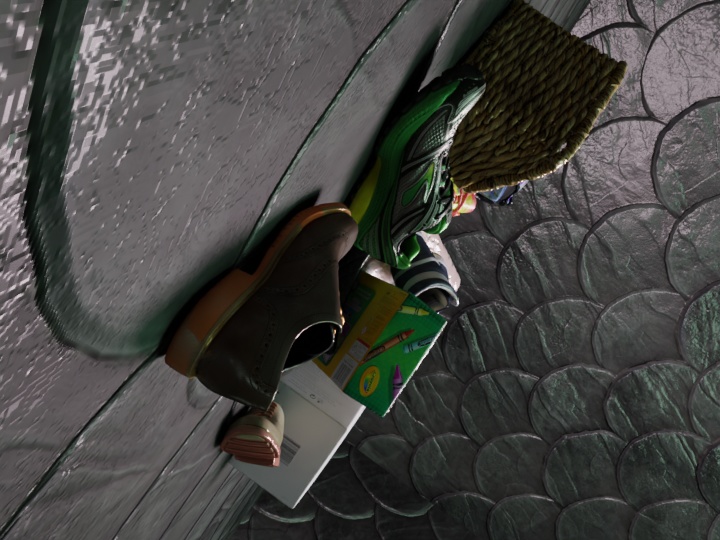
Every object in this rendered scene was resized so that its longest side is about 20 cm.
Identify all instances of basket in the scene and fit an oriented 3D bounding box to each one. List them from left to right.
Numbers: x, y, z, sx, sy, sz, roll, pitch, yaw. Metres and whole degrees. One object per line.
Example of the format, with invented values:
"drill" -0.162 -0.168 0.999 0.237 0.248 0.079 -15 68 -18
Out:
"basket" 0.169 -0.167 0.831 0.200 0.149 0.143 -53 174 -35

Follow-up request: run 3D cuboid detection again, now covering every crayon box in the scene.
"crayon box" 0.003 0.069 0.844 0.119 0.058 0.200 -55 -159 -3

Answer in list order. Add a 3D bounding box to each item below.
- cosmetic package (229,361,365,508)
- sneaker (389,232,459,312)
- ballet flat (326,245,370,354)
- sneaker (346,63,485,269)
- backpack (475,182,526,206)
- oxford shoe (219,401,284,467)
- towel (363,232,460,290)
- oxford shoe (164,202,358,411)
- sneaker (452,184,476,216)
"cosmetic package" -0.067 0.204 1.135 0.200 0.123 0.200 -59 175 35
"sneaker" 0.083 0.024 0.954 0.070 0.109 0.200 -28 152 7
"ballet flat" 0.000 0.000 0.822 0.201 0.057 0.066 -55 173 -10
"sneaker" 0.055 -0.086 0.649 0.078 0.085 0.200 -49 171 -49
"backpack" 0.213 -0.193 1.129 0.183 0.134 0.200 -56 175 8
"oxford shoe" -0.126 0.189 0.917 0.200 0.070 0.074 109 -8 -69
"towel" 0.060 0.023 1.066 0.191 0.032 0.200 -54 139 -21
"oxford shoe" -0.041 0.020 0.493 0.200 0.073 0.071 -50 172 -51
"sneaker" 0.107 -0.102 0.981 0.200 0.090 0.078 -47 172 -50
